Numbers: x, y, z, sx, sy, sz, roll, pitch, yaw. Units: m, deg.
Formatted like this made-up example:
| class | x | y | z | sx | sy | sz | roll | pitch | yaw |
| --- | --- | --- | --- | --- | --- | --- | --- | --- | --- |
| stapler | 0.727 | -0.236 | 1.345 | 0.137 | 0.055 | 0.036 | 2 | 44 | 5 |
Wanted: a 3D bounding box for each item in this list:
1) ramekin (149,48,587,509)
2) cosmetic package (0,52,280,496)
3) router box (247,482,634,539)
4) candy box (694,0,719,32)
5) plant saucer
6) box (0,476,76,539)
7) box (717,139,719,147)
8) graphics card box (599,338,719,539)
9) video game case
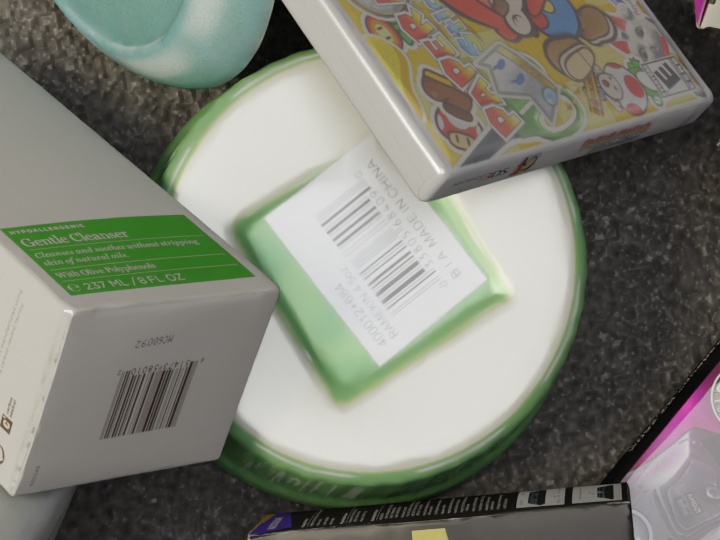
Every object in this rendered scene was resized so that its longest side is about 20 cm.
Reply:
| class | x | y | z | sx | sy | sz | roll | pitch | yaw |
| --- | --- | --- | --- | --- | --- | --- | --- | --- | --- |
| ramekin | 0.000 | 0.000 | 0.952 | 0.198 | 0.098 | 0.202 | 0 | 84 | -5 |
| cosmetic package | -0.139 | -0.007 | 0.881 | 0.200 | 0.107 | 0.085 | 39 | 120 | 33 |
| router box | 0.043 | 0.195 | 0.934 | 0.156 | 0.052 | 0.202 | -5 | 93 | 6 |
| candy box | 0.242 | -0.146 | 0.972 | 0.199 | 0.061 | 0.137 | 11 | 41 | -4 |
| plant saucer | -0.101 | -0.165 | 0.911 | 0.027 | 0.200 | 0.201 | -23 | 87 | -31 |
| box | -0.231 | 0.114 | 0.850 | 0.199 | 0.199 | 0.172 | 24 | 108 | -1 |
| box | 0.262 | -0.016 | 0.967 | 0.137 | 0.040 | 0.200 | -34 | 81 | -35 |
| graphics card box | 0.193 | 0.082 | 0.986 | 0.125 | 0.051 | 0.200 | 42 | 83 | 0 |
| video game case | 0.034 | -0.128 | 0.930 | 0.181 | 0.023 | 0.201 | -18 | 68 | -45 |
